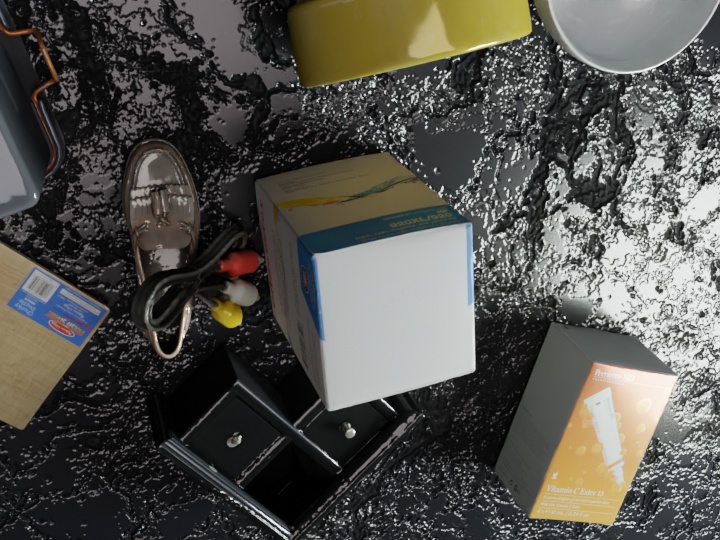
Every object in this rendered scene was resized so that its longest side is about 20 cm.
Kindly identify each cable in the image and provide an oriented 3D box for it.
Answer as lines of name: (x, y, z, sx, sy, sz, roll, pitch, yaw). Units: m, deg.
cable: (-0.135, 0.009, 0.869, 0.049, 0.200, 0.099, 20, 96, 11)

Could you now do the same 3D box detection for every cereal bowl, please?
cereal bowl: (0.241, -0.292, 0.904, 0.196, 0.083, 0.204, -8, 115, -16)

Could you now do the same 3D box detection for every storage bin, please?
storage bin: (-0.308, -0.131, 0.753, 0.143, 0.135, 0.203, -22, 120, -9)

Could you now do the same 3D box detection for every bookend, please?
bookend: (-0.075, 0.141, 0.984, 0.200, 0.092, 0.199, -43, 120, 2)

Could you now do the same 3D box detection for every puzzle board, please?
puzzle board: (-0.353, 0.043, 0.885, 0.199, 0.017, 0.151, 35, 97, -30)

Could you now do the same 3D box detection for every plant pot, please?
plant pot: (0.026, -0.265, 0.789, 0.197, 0.201, 0.193, -16, 102, -12)

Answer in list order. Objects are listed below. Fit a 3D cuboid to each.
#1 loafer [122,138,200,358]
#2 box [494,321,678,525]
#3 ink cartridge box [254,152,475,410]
loafer: (-0.179, -0.016, 0.892, 0.070, 0.063, 0.204, -5, 115, -16)
box: (0.256, 0.177, 1.115, 0.122, 0.098, 0.203, 10, 110, -23)
ink cartridge box: (0.000, 0.000, 0.884, 0.142, 0.200, 0.150, -13, 117, -15)
